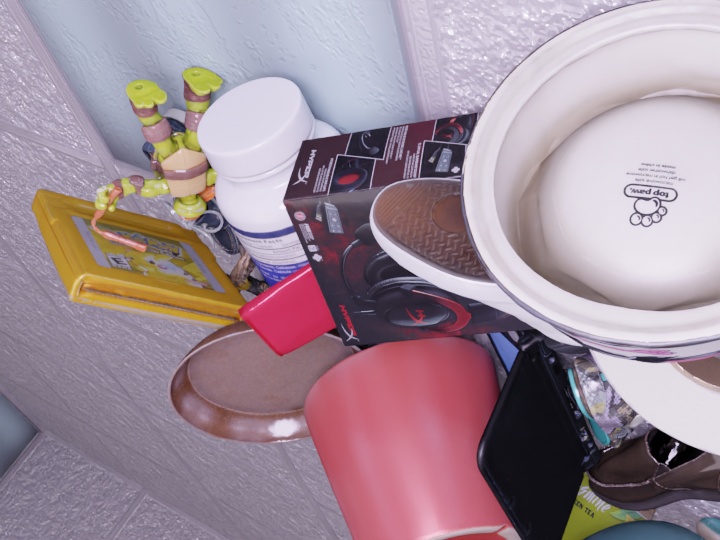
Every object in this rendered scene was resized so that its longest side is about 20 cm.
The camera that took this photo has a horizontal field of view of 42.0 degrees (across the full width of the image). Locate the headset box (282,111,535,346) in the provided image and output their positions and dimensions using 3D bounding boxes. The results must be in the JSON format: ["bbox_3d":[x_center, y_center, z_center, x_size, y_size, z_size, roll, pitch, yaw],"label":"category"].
[{"bbox_3d":[0.066,-0.029,0.666,0.199,0.075,0.149,-6,131,17],"label":"headset box"}]

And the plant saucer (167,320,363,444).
[{"bbox_3d":[-0.085,0.104,0.907,0.200,0.035,0.201,-5,139,-4],"label":"plant saucer"}]

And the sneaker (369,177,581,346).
[{"bbox_3d":[0.098,0.007,0.583,0.200,0.073,0.085,21,153,14],"label":"sneaker"}]

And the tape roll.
[{"bbox_3d":[0.233,0.021,0.576,0.202,0.037,0.203,17,120,32],"label":"tape roll"}]

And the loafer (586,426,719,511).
[{"bbox_3d":[0.277,0.166,0.848,0.071,0.073,0.200,48,145,-13],"label":"loafer"}]

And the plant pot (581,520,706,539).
[{"bbox_3d":[0.259,0.327,0.860,0.200,0.161,0.201,25,129,37],"label":"plant pot"}]

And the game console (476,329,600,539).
[{"bbox_3d":[0.131,0.132,0.835,0.176,0.116,0.200,47,171,49],"label":"game console"}]

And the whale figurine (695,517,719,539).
[{"bbox_3d":[0.411,0.289,0.884,0.159,0.104,0.200,46,177,-22],"label":"whale figurine"}]

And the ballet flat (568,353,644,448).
[{"bbox_3d":[0.222,0.110,0.799,0.072,0.072,0.200,24,173,22],"label":"ballet flat"}]

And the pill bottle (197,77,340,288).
[{"bbox_3d":[-0.053,-0.058,0.795,0.119,0.120,0.200,16,148,36],"label":"pill bottle"}]

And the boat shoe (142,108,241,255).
[{"bbox_3d":[-0.167,-0.076,0.971,0.075,0.062,0.200,23,152,25],"label":"boat shoe"}]

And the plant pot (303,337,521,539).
[{"bbox_3d":[0.057,0.187,0.871,0.200,0.178,0.201,-10,145,-7],"label":"plant pot"}]

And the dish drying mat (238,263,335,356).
[{"bbox_3d":[0.000,0.000,0.773,0.077,0.200,0.018,53,-174,-42],"label":"dish drying mat"}]

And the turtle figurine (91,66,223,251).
[{"bbox_3d":[-0.154,-0.105,0.864,0.064,0.199,0.162,-109,16,-46],"label":"turtle figurine"}]

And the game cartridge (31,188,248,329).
[{"bbox_3d":[-0.214,-0.013,0.908,0.176,0.033,0.200,14,-160,-35],"label":"game cartridge"}]

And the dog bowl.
[{"bbox_3d":[0.157,-0.041,0.491,0.200,0.200,0.074,20,163,29],"label":"dog bowl"}]

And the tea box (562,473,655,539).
[{"bbox_3d":[0.174,0.281,1.015,0.200,0.197,0.134,37,155,-6],"label":"tea box"}]

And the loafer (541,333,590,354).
[{"bbox_3d":[0.219,0.021,0.676,0.070,0.068,0.200,5,164,-37],"label":"loafer"}]

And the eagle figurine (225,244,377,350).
[{"bbox_3d":[-0.062,0.063,1.000,0.200,0.151,0.152,26,177,-12],"label":"eagle figurine"}]
